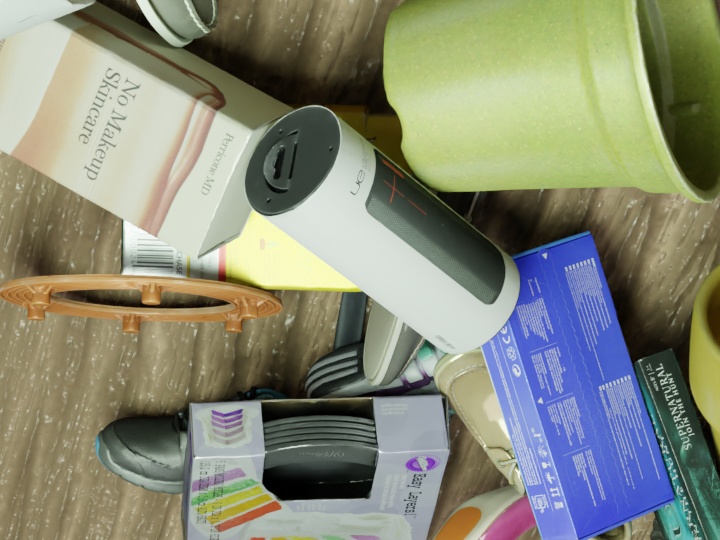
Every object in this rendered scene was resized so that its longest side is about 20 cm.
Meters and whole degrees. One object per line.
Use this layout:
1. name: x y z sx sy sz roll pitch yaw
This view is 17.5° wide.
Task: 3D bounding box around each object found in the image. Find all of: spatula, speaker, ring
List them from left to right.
1. ring: -0.154 0.026 1.634 0.200 0.019 0.200 2 170 0
2. spatula: 0.000 0.000 1.688 0.056 0.021 0.200 3 130 -7
3. speaker: 0.015 -0.024 1.508 0.081 0.081 0.200 -31 134 23

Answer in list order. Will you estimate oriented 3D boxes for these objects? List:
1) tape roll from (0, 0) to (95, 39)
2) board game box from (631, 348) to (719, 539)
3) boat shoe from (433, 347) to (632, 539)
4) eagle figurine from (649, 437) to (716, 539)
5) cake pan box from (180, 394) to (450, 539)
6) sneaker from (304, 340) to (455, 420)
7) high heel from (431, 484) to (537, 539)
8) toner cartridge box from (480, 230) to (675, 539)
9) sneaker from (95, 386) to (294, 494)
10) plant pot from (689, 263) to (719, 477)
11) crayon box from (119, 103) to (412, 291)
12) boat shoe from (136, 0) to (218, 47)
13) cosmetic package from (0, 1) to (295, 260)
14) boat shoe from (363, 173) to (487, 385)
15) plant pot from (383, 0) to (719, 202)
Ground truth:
1. tape roll: -0.230 -0.241 1.407 0.071 0.203 0.203 -18 124 15
2. board game box: 0.233 0.162 1.671 0.028 0.135 0.200 -18 81 -7
3. boat shoe: 0.129 0.127 1.664 0.072 0.065 0.200 -34 120 21
4. eagle figurine: 0.293 0.225 1.786 0.151 0.151 0.200 26 135 -4
5. cake pan box: -0.035 0.153 1.686 0.184 0.052 0.200 -2 149 -9
6. sneaker: 0.064 0.081 1.707 0.200 0.074 0.088 -17 117 13
7. high heel: 0.131 0.194 1.760 0.200 0.067 0.096 -47 110 -14
8. toner cartridge box: 0.144 0.082 1.623 0.043 0.095 0.200 -17 90 56
9. sneaker: -0.099 0.120 1.760 0.199 0.073 0.082 2 124 -12
10. plant pot: 0.326 0.107 1.639 0.200 0.201 0.189 1 125 1
11. crayon box: -0.063 -0.051 1.605 0.199 0.051 0.127 3 100 2
12. boat shoe: -0.126 -0.235 1.488 0.060 0.072 0.202 -10 122 16
13. cosmetic package: -0.158 -0.102 1.525 0.200 0.087 0.104 28 110 10
14. boat shoe: 0.053 -0.008 1.629 0.057 0.067 0.200 10 106 -18
15. plant pot: 0.121 -0.127 1.499 0.184 0.201 0.201 -10 127 23
